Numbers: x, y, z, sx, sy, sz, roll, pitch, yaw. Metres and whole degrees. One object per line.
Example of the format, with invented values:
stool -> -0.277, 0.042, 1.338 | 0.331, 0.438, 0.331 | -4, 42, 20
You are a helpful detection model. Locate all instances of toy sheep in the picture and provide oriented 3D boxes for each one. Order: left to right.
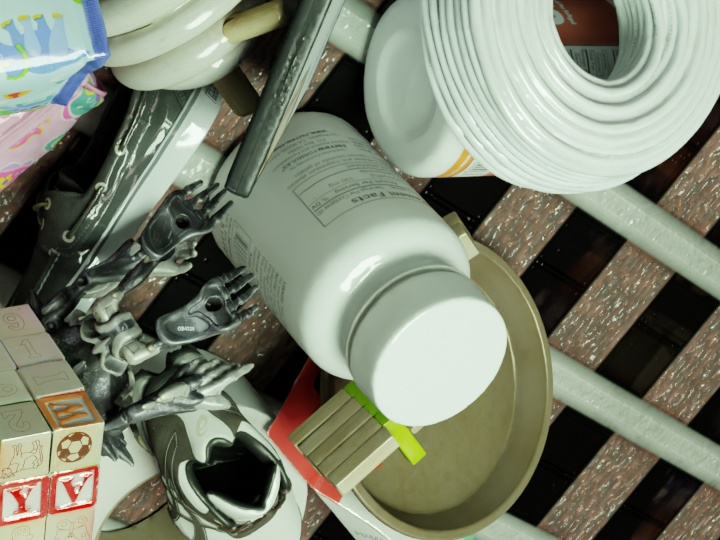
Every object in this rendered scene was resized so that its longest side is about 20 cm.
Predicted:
toy sheep -> -0.106, -0.163, 1.319 | 0.138, 0.138, 0.200 | -34, 114, -8

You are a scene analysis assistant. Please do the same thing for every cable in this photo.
cable -> 0.129, -0.145, 1.422 | 0.200, 0.069, 0.201 | 6, 85, -32

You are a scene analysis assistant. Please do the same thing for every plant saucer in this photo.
plant saucer -> 0.046, 0.076, 1.598 | 0.200, 0.029, 0.201 | 2, 87, -41

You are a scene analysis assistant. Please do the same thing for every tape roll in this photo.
tape roll -> -0.137, 0.149, 1.575 | 0.202, 0.071, 0.203 | -18, 131, -23

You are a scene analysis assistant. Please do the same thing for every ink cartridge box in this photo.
ink cartridge box -> 0.033, 0.099, 1.621 | 0.161, 0.050, 0.200 | -62, 142, -24

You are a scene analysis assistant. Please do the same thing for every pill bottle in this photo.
pill bottle -> 0.000, 0.000, 1.465 | 0.114, 0.200, 0.115 | -18, 131, -22
pill bottle -> 0.111, -0.116, 1.517 | 0.200, 0.112, 0.112 | -3, 124, -33

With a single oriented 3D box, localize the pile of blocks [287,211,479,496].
pile of blocks -> 0.035, 0.062, 1.518 | 0.200, 0.082, 0.062 | -60, 140, -22

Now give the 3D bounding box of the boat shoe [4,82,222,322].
boat shoe -> -0.157, -0.042, 1.432 | 0.057, 0.069, 0.200 | 31, 102, -22

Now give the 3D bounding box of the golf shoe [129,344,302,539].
golf shoe -> -0.079, 0.137, 1.492 | 0.078, 0.094, 0.200 | -38, 136, -6

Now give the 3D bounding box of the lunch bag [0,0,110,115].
lunch bag -> -0.236, -0.170, 1.213 | 0.170, 0.127, 0.201 | -13, 86, -23

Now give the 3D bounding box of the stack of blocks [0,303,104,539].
stack of blocks -> -0.211, 0.078, 1.381 | 0.058, 0.200, 0.115 | -9, 126, -26

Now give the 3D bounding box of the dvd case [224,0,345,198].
dvd case -> -0.027, -0.135, 1.374 | 0.018, 0.200, 0.143 | 23, 112, -1

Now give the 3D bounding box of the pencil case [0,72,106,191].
pencil case -> -0.233, -0.059, 1.347 | 0.200, 0.087, 0.087 | -44, 135, 0

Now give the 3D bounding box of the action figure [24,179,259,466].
action figure -> -0.117, 0.033, 1.365 | 0.102, 0.119, 0.200 | -20, 168, -34
